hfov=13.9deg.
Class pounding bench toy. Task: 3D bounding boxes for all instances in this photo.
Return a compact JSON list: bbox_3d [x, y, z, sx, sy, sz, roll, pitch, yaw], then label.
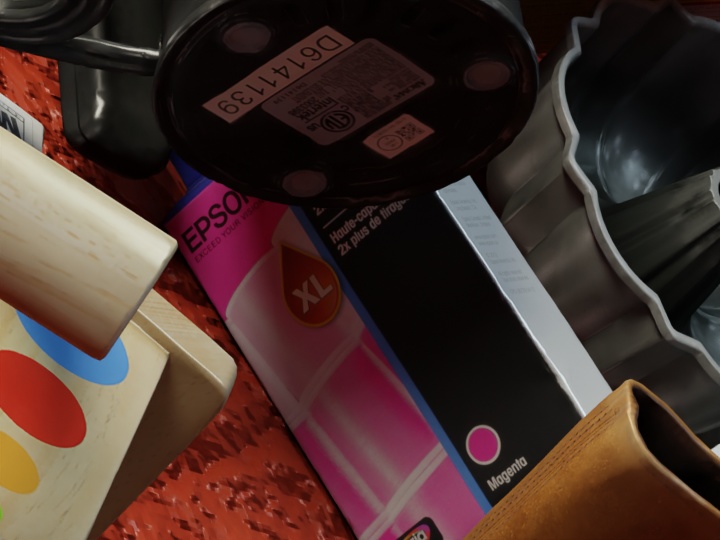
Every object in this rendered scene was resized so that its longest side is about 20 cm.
[{"bbox_3d":[-0.098,0.025,0.650,0.124,0.200,0.156,41,25,-9],"label":"pounding bench toy"}]

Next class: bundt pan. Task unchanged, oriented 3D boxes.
[{"bbox_3d":[0.128,-0.010,1.205,0.202,0.076,0.202,29,42,-30],"label":"bundt pan"}]

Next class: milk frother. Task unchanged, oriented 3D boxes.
[{"bbox_3d":[-0.054,-0.139,0.909,0.200,0.180,0.189,49,29,-50],"label":"milk frother"}]

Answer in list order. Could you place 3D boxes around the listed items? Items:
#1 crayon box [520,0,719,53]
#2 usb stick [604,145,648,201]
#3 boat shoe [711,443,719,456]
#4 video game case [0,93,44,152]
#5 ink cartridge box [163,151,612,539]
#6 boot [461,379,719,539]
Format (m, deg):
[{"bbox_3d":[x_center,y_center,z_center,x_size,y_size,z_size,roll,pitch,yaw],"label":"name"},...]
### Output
[{"bbox_3d":[0.112,-0.140,1.230,0.200,0.126,0.051,85,2,-80],"label":"crayon box"},{"bbox_3d":[0.167,0.007,1.329,0.200,0.033,0.056,37,37,-26],"label":"usb stick"},{"bbox_3d":[0.176,0.105,1.084,0.091,0.071,0.200,54,24,21],"label":"boat shoe"},{"bbox_3d":[-0.175,-0.036,0.814,0.200,0.036,0.182,37,27,-27],"label":"video game case"},{"bbox_3d":[0.000,0.000,0.985,0.037,0.095,0.200,-1,55,-58],"label":"ink cartridge box"},{"bbox_3d":[0.061,0.138,0.766,0.188,0.200,0.069,45,21,-17],"label":"boot"}]
